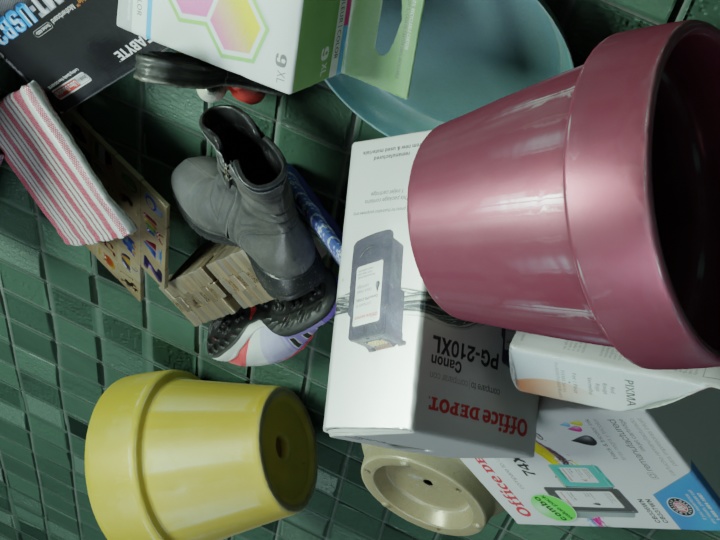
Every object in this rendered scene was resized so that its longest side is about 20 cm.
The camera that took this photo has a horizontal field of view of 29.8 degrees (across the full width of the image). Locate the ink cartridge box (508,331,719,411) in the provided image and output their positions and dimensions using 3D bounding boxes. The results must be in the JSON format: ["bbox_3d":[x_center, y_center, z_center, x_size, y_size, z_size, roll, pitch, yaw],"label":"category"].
[{"bbox_3d":[0.217,0.025,0.892,0.198,0.163,0.050,12,140,23],"label":"ink cartridge box"}]

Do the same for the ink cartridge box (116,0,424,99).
[{"bbox_3d":[-0.059,-0.179,0.854,0.199,0.059,0.105,25,122,24],"label":"ink cartridge box"}]

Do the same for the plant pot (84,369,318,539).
[{"bbox_3d":[-0.154,0.196,1.412,0.187,0.202,0.201,-12,133,24],"label":"plant pot"}]

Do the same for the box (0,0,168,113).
[{"bbox_3d":[-0.240,-0.224,1.009,0.199,0.050,0.199,45,145,-23],"label":"box"}]

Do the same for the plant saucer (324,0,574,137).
[{"bbox_3d":[0.052,-0.150,0.901,0.198,0.028,0.201,20,146,14],"label":"plant saucer"}]

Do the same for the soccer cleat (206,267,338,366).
[{"bbox_3d":[-0.066,0.045,1.246,0.073,0.069,0.199,19,152,-31],"label":"soccer cleat"}]

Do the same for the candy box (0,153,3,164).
[{"bbox_3d":[-0.439,-0.115,1.264,0.200,0.072,0.168,41,150,-4],"label":"candy box"}]

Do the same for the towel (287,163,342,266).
[{"bbox_3d":[0.000,0.000,1.053,0.145,0.024,0.200,54,179,-31],"label":"towel"}]

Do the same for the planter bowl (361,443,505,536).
[{"bbox_3d":[0.079,0.147,1.197,0.198,0.135,0.201,21,148,13],"label":"planter bowl"}]

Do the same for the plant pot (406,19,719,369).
[{"bbox_3d":[0.135,-0.038,0.821,0.178,0.201,0.201,-5,135,35],"label":"plant pot"}]

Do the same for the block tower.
[{"bbox_3d":[-0.106,-0.001,1.182,0.054,0.058,0.199,49,150,-14],"label":"block tower"}]

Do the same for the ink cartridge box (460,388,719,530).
[{"bbox_3d":[0.184,0.095,1.028,0.199,0.147,0.147,-9,133,44],"label":"ink cartridge box"}]

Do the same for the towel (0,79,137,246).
[{"bbox_3d":[-0.260,-0.089,1.160,0.147,0.030,0.200,56,158,-15],"label":"towel"}]

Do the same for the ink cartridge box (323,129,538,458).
[{"bbox_3d":[0.058,0.023,0.934,0.084,0.202,0.144,-4,165,42],"label":"ink cartridge box"}]

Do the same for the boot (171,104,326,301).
[{"bbox_3d":[-0.097,-0.077,1.048,0.200,0.070,0.132,36,152,42],"label":"boot"}]

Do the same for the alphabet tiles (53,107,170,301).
[{"bbox_3d":[-0.228,-0.056,1.219,0.167,0.008,0.201,43,152,17],"label":"alphabet tiles"}]

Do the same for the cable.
[{"bbox_3d":[-0.101,-0.128,0.943,0.096,0.200,0.051,17,106,-1],"label":"cable"}]
